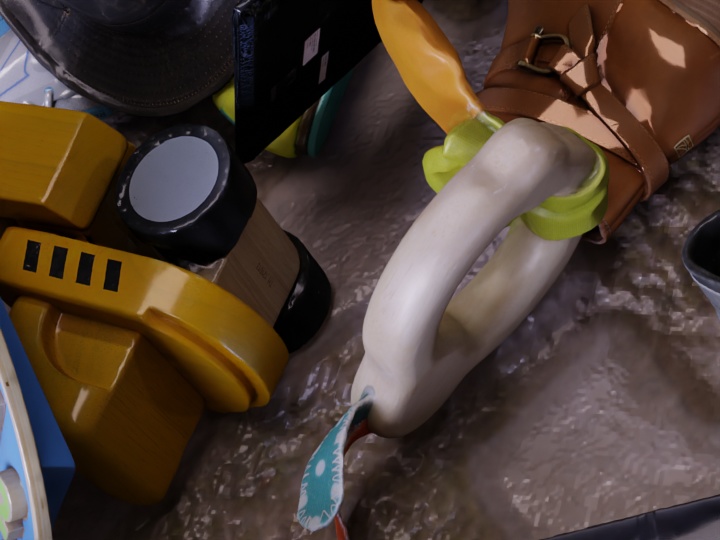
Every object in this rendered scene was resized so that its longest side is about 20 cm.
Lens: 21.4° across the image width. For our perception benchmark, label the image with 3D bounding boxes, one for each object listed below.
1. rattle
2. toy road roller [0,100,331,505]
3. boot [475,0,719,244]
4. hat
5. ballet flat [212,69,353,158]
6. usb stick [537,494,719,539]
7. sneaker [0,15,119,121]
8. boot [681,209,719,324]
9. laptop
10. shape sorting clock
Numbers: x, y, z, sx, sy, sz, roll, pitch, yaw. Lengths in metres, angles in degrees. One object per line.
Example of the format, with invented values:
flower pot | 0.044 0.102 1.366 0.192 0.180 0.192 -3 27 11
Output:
rattle | 0.000 0.000 0.800 0.143 0.130 0.200 37 106 5
toy road roller | -0.125 0.016 0.861 0.199 0.123 0.146 12 66 29
boot | 0.083 -0.107 0.895 0.200 0.074 0.155 26 73 38
hat | -0.129 -0.172 0.911 0.200 0.081 0.202 3 96 27
ballet flat | -0.013 -0.148 0.964 0.067 0.067 0.200 23 68 11
usb stick | 0.079 0.130 0.747 0.199 0.033 0.056 -16 58 12
sneaker | -0.174 -0.090 0.996 0.087 0.075 0.200 30 72 31
boot | 0.202 0.058 0.681 0.200 0.131 0.068 30 72 37
laptop | -0.015 -0.172 0.844 0.103 0.177 0.200 44 76 10
shape sorting clock | -0.174 0.060 0.810 0.039 0.201 0.200 -14 42 -29
